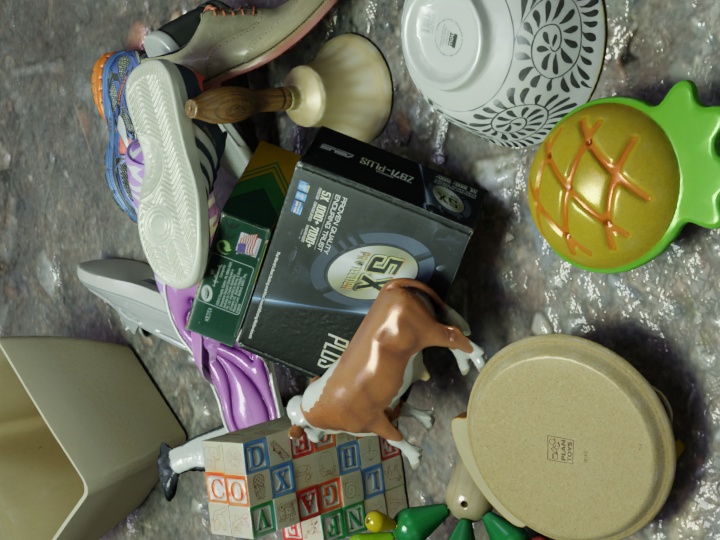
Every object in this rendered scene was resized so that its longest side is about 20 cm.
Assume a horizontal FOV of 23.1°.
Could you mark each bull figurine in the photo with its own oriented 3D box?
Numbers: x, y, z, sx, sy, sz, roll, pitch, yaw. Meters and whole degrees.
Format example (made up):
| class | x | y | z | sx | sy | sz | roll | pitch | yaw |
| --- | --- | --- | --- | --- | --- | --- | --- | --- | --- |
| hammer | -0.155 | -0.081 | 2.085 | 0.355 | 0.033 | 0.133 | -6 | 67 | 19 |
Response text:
| class | x | y | z | sx | sy | sz | roll | pitch | yaw |
| --- | --- | --- | --- | --- | --- | --- | --- | --- | --- |
| bull figurine | 0.021 | 0.097 | 1.523 | 0.121 | 0.065 | 0.200 | 28 | 121 | -8 |

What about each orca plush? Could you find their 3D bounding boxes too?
| class | x | y | z | sx | sy | sz | roll | pitch | yaw |
| --- | --- | --- | --- | --- | --- | --- | --- | --- | --- |
| orca plush | -0.107 | 0.195 | 1.771 | 0.199 | 0.071 | 0.106 | -25 | 41 | 17 |

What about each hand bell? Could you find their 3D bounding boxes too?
| class | x | y | z | sx | sy | sz | roll | pitch | yaw |
| --- | --- | --- | --- | --- | --- | --- | --- | --- | --- |
| hand bell | -0.075 | -0.153 | 1.573 | 0.104 | 0.199 | 0.105 | 11 | 107 | 42 |

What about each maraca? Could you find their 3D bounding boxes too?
| class | x | y | z | sx | sy | sz | roll | pitch | yaw |
| --- | --- | --- | --- | --- | --- | --- | --- | --- | --- |
| maraca | 0.211 | -0.072 | 1.375 | 0.199 | 0.107 | 0.138 | -19 | 84 | 45 |

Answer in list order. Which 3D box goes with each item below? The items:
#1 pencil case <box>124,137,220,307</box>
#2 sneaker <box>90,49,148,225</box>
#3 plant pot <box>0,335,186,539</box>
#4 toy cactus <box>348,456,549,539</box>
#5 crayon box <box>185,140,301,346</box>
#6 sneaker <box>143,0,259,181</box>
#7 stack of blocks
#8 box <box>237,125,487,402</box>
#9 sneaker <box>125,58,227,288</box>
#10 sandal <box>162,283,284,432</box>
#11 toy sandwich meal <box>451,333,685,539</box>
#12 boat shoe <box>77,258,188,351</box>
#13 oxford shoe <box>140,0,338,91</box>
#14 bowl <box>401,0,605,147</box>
| class | x | y | z | sx | sy | sz | roll | pitch | yaw |
| --- | --- | --- | --- | --- | --- | --- | --- | --- | --- |
| pencil case | -0.174 | -0.049 | 1.725 | 0.083 | 0.086 | 0.201 | 0 | 126 | 12 |
| sneaker | -0.220 | -0.135 | 1.812 | 0.078 | 0.075 | 0.201 | -16 | 89 | 42 |
| plant pot | -0.309 | 0.188 | 1.896 | 0.200 | 0.176 | 0.200 | 54 | 131 | 20 |
| toy cactus | 0.084 | 0.229 | 1.546 | 0.199 | 0.102 | 0.166 | 1 | 61 | 25 |
| crayon box | -0.102 | -0.034 | 1.636 | 0.051 | 0.200 | 0.128 | 20 | 118 | 1 |
| sneaker | -0.119 | -0.173 | 1.709 | 0.071 | 0.099 | 0.201 | 10 | 138 | 53 |
| stack of blocks | -0.049 | 0.192 | 1.625 | 0.058 | 0.199 | 0.116 | -2 | 97 | 44 |
| box | 0.000 | 0.000 | 1.564 | 0.163 | 0.086 | 0.201 | 22 | 119 | 2 |
| sneaker | -0.150 | -0.085 | 1.553 | 0.075 | 0.084 | 0.202 | -6 | 89 | 31 |
| sandal | -0.126 | 0.082 | 1.693 | 0.082 | 0.050 | 0.204 | -26 | 95 | 8 |
| toy sandwich meal | 0.175 | 0.139 | 1.466 | 0.204 | 0.070 | 0.207 | 11 | 113 | 27 |
| boat shoe | -0.225 | 0.038 | 1.865 | 0.199 | 0.072 | 0.069 | 16 | 111 | 32 |
| oxford shoe | -0.109 | -0.216 | 1.607 | 0.075 | 0.199 | 0.070 | 56 | 180 | -8 |
| bowl | 0.097 | -0.199 | 1.468 | 0.200 | 0.094 | 0.202 | 11 | 106 | 42 |
